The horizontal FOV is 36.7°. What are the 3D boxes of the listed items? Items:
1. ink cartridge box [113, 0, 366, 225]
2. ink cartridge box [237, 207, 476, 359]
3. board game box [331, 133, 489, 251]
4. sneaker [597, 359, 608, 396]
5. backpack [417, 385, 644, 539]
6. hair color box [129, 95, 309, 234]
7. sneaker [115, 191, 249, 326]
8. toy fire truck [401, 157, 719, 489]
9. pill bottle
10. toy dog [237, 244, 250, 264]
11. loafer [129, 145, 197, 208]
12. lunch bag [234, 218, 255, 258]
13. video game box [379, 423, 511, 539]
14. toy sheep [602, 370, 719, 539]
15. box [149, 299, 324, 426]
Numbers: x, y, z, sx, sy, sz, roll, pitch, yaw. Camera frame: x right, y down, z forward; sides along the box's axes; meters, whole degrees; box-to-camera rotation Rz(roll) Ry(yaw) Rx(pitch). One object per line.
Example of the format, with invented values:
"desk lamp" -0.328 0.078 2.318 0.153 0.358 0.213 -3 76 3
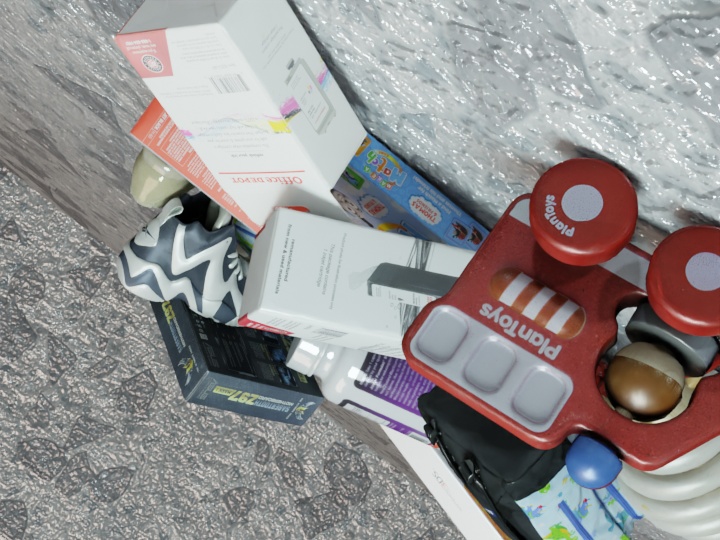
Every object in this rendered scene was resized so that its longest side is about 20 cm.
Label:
"ink cartridge box" -0.078 -0.123 0.822 0.116 0.068 0.200 4 141 39
"ink cartridge box" 0.012 0.020 0.877 0.199 0.084 0.144 13 171 -11
"board game box" 0.009 -0.070 0.958 0.200 0.037 0.151 38 167 -6
"sneaker" 0.176 0.081 0.975 0.201 0.067 0.108 37 170 13
"backpack" 0.161 0.179 0.932 0.163 0.153 0.201 35 153 60
"hair color box" -0.115 -0.100 1.050 0.200 0.061 0.102 39 -164 -6
"sneaker" -0.139 -0.022 1.121 0.199 0.130 0.080 21 -151 -34
"toy fire truck" 0.147 0.042 0.679 0.200 0.168 0.112 33 167 18
"pill bottle" 0.026 0.104 1.155 0.199 0.112 0.111 25 169 -8
"toy dog" -0.151 -0.045 1.333 0.200 0.096 0.133 -75 -23 -73
"loafer" -0.196 -0.115 1.138 0.076 0.068 0.200 42 -164 -2
"lunch bag" -0.068 -0.018 1.240 0.160 0.083 0.200 28 163 37
"video game box" 0.132 0.214 1.276 0.200 0.047 0.182 52 -146 7
"toy sheep" 0.258 0.143 0.840 0.200 0.138 0.138 48 164 -27
"box" -0.141 0.070 1.181 0.157 0.051 0.200 18 -149 -40
